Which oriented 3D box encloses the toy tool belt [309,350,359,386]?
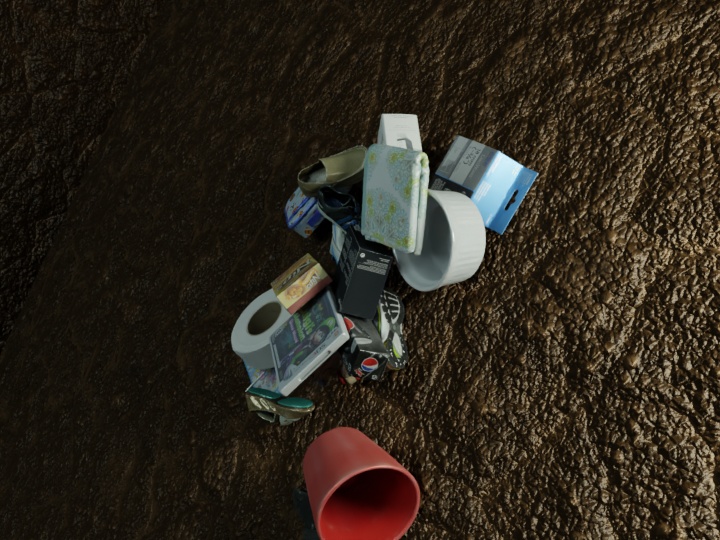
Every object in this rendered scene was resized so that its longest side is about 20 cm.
[{"bbox_3d":[-0.092,0.192,1.635,0.123,0.125,0.200,-35,50,1],"label":"toy tool belt"}]

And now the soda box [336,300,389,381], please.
[{"bbox_3d":[-0.007,0.139,1.531,0.200,0.071,0.063,-121,48,-60],"label":"soda box"}]

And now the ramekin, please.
[{"bbox_3d":[0.155,-0.064,1.490,0.200,0.097,0.201,16,109,56],"label":"ramekin"}]

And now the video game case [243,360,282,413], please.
[{"bbox_3d":[-0.217,0.229,1.839,0.143,0.018,0.200,-48,43,17],"label":"video game case"}]

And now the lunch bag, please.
[{"bbox_3d":[-0.103,-0.183,1.863,0.200,0.075,0.160,-49,24,16],"label":"lunch bag"}]

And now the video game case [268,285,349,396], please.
[{"bbox_3d":[-0.112,0.139,1.567,0.182,0.023,0.200,-43,29,11],"label":"video game case"}]

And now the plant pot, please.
[{"bbox_3d":[-0.015,0.398,1.416,0.201,0.200,0.177,-57,30,7],"label":"plant pot"}]

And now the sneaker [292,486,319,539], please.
[{"bbox_3d":[-0.064,0.486,1.508,0.200,0.060,0.105,-15,64,45],"label":"sneaker"}]

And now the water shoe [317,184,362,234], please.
[{"bbox_3d":[-0.019,-0.122,1.711,0.200,0.079,0.072,29,66,18],"label":"water shoe"}]

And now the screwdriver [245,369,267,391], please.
[{"bbox_3d":[-0.198,0.213,1.780,0.200,0.028,0.029,-47,18,-10],"label":"screwdriver"}]

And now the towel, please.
[{"bbox_3d":[0.068,-0.141,1.484,0.171,0.048,0.201,22,114,52],"label":"towel"}]

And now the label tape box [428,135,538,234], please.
[{"bbox_3d":[0.240,-0.178,1.538,0.200,0.063,0.144,35,97,50],"label":"label tape box"}]

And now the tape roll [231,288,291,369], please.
[{"bbox_3d":[-0.208,0.134,1.792,0.202,0.071,0.203,-26,35,20],"label":"tape roll"}]

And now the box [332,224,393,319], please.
[{"bbox_3d":[0.000,0.000,1.601,0.200,0.079,0.142,-111,39,-71],"label":"box"}]

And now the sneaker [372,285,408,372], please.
[{"bbox_3d":[0.043,0.121,1.583,0.081,0.074,0.201,-30,48,38],"label":"sneaker"}]

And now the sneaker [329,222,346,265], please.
[{"bbox_3d":[-0.046,-0.068,1.775,0.072,0.072,0.200,-30,49,25],"label":"sneaker"}]

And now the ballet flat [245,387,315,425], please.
[{"bbox_3d":[-0.181,0.315,1.723,0.200,0.070,0.066,7,99,40],"label":"ballet flat"}]

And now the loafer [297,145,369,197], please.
[{"bbox_3d":[-0.058,-0.228,1.741,0.200,0.067,0.076,-27,69,15],"label":"loafer"}]

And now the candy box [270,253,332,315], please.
[{"bbox_3d":[-0.133,0.026,1.676,0.115,0.055,0.200,-40,12,-3],"label":"candy box"}]

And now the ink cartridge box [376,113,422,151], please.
[{"bbox_3d":[0.085,-0.221,1.657,0.146,0.085,0.201,100,169,-57],"label":"ink cartridge box"}]
